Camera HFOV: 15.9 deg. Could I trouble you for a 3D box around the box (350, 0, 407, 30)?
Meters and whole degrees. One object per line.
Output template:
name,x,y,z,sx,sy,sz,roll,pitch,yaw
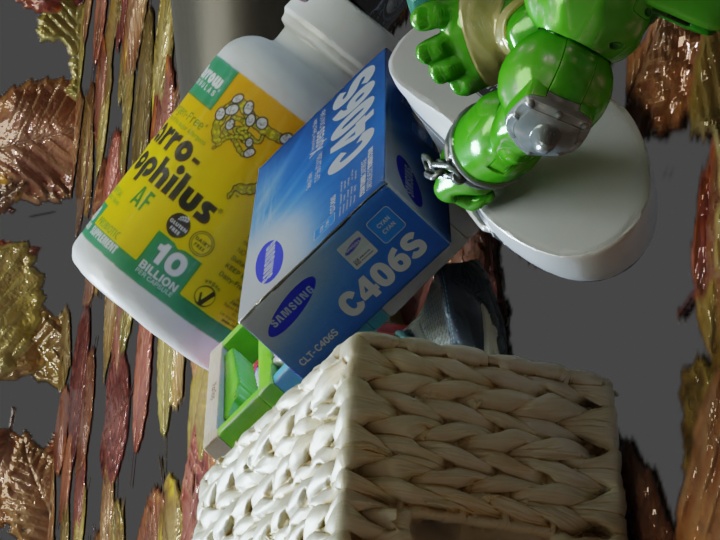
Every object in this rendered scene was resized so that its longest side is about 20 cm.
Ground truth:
box,-0.065,-0.224,1.361,0.044,0.200,0.160,-49,-22,3

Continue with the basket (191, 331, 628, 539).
basket,0.013,0.120,1.058,0.200,0.135,0.124,134,142,-56

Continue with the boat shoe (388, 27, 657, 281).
boat shoe,0.072,-0.040,1.067,0.068,0.072,0.200,62,172,-34

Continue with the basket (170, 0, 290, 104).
basket,-0.050,-0.155,1.517,0.180,0.136,0.200,108,159,-73

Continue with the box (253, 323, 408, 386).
box,-0.023,0.134,1.372,0.103,0.094,0.200,-105,22,-56

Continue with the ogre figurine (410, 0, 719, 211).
ogre figurine,0.085,-0.116,0.951,0.200,0.098,0.120,-47,13,-1

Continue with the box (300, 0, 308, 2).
box,-0.056,-0.246,1.134,0.106,0.152,0.200,-105,37,-62

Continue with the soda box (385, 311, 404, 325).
soda box,-0.026,0.104,1.460,0.064,0.068,0.200,-109,26,-60

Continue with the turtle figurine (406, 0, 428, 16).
turtle figurine,0.042,-0.165,1.174,0.200,0.100,0.150,102,172,-64

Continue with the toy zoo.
toy zoo,0.000,0.000,1.238,0.200,0.020,0.131,-45,14,12

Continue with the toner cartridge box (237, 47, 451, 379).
toner cartridge box,-0.006,-0.031,1.207,0.095,0.043,0.200,-44,15,15

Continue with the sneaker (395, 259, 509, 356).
sneaker,0.017,0.080,1.221,0.078,0.086,0.200,-101,19,-51

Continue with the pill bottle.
pill bottle,-0.054,-0.054,1.384,0.200,0.113,0.113,-52,16,2
